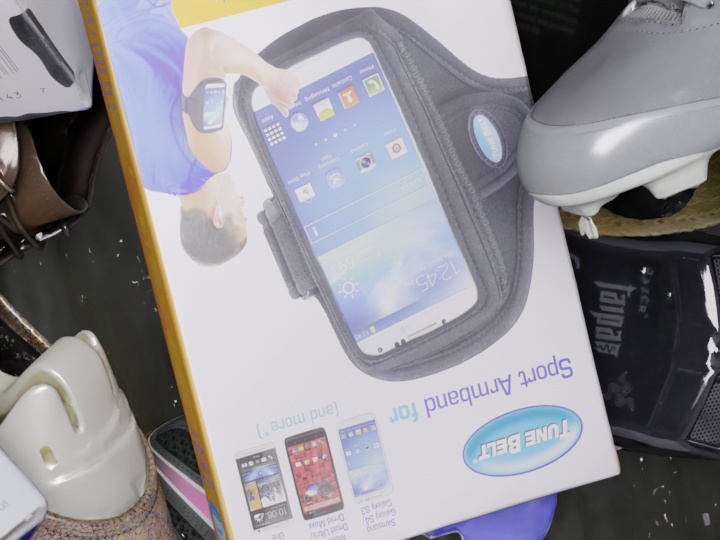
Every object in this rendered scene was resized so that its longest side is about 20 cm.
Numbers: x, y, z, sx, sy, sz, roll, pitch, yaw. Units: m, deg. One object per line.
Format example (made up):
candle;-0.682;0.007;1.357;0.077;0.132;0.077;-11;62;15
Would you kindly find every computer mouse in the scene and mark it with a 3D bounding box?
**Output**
computer mouse;0.091;0.050;0.768;0.198;0.046;0.142;2;90;19

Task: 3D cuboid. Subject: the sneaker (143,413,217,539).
sneaker;-0.025;0.136;0.759;0.086;0.080;0.201;-25;72;9

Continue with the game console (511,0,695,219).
game console;0.070;-0.127;0.770;0.199;0.116;0.177;23;110;42

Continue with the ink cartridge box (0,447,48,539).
ink cartridge box;-0.196;0.049;0.714;0.200;0.197;0.043;46;51;7

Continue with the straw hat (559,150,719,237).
straw hat;0.129;-0.081;0.772;0.200;0.085;0.203;-17;58;28

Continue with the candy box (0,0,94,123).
candy box;-0.185;-0.124;0.758;0.198;0.072;0.169;-9;63;13

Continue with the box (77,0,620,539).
box;0.000;0.000;0.696;0.118;0.041;0.202;-16;95;-11

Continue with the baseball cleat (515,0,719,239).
baseball cleat;0.107;-0.099;0.637;0.199;0.070;0.107;-35;114;-23

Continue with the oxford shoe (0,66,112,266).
oxford shoe;-0.135;-0.025;0.768;0.084;0.073;0.201;32;84;38

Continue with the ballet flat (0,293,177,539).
ballet flat;-0.114;0.030;0.703;0.200;0.068;0.067;43;128;0
